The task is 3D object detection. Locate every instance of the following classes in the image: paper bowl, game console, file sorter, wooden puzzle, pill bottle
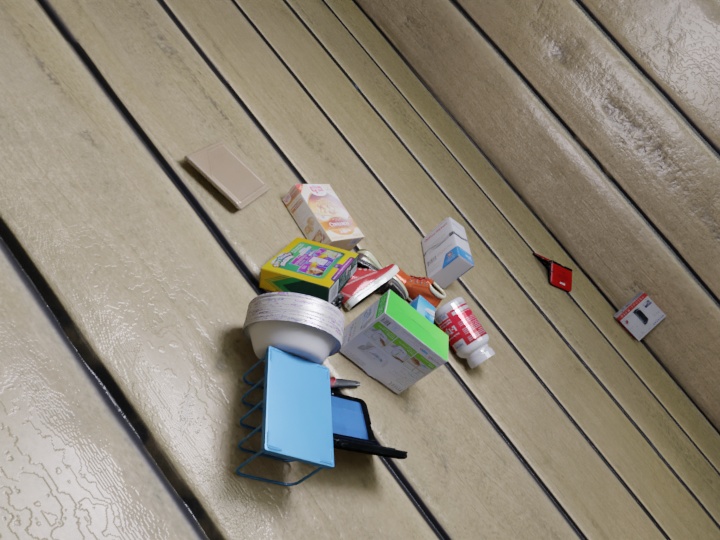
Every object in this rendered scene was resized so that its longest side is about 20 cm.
[{"bbox_3d":[-0.135,0.131,1.071,0.200,0.200,0.105,27,55,-29],"label":"paper bowl"},{"bbox_3d":[-0.021,0.308,1.099,0.200,0.176,0.117,22,68,-34],"label":"game console"},{"bbox_3d":[0.950,0.009,2.661,0.200,0.119,0.173,17,74,-39],"label":"game console"},{"bbox_3d":[-0.142,0.271,0.981,0.139,0.123,0.200,26,37,-30],"label":"file sorter"},{"bbox_3d":[-0.341,-0.247,1.394,0.185,0.037,0.200,44,28,-6],"label":"wooden puzzle"},{"bbox_3d":[0.314,0.190,1.621,0.112,0.112,0.200,-10,63,-54],"label":"pill bottle"}]

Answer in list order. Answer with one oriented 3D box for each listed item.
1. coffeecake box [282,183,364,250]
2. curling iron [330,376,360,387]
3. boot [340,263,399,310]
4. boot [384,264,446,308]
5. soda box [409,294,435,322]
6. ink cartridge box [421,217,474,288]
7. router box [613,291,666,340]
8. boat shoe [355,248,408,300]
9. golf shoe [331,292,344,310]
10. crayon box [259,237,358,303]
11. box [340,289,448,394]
[{"bbox_3d":[-0.105,-0.148,1.526,0.153,0.073,0.200,-13,65,-53],"label":"coffeecake box"},{"bbox_3d":[-0.070,0.240,1.185,0.200,0.026,0.050,17,27,-42],"label":"curling iron"},{"bbox_3d":[0.000,0.000,1.448,0.200,0.072,0.144,-31,77,-32],"label":"boot"},{"bbox_3d":[0.165,0.039,1.615,0.200,0.107,0.075,42,34,-6],"label":"boot"},{"bbox_3d":[0.160,0.161,1.515,0.068,0.064,0.200,39,34,-13],"label":"soda box"},{"bbox_3d":[0.295,-0.062,1.839,0.084,0.145,0.200,30,36,-28],"label":"ink cartridge box"},{"bbox_3d":[1.506,0.246,2.896,0.179,0.200,0.049,45,4,-3],"label":"router box"},{"bbox_3d":[0.051,0.028,1.534,0.200,0.073,0.065,42,47,-7],"label":"boat shoe"},{"bbox_3d":[-0.130,0.086,1.262,0.094,0.078,0.200,35,28,23],"label":"golf shoe"},{"bbox_3d":[-0.119,-0.001,1.287,0.172,0.058,0.200,15,28,14],"label":"crayon box"},{"bbox_3d":[0.081,0.178,1.296,0.200,0.176,0.097,38,34,-15],"label":"box"}]
